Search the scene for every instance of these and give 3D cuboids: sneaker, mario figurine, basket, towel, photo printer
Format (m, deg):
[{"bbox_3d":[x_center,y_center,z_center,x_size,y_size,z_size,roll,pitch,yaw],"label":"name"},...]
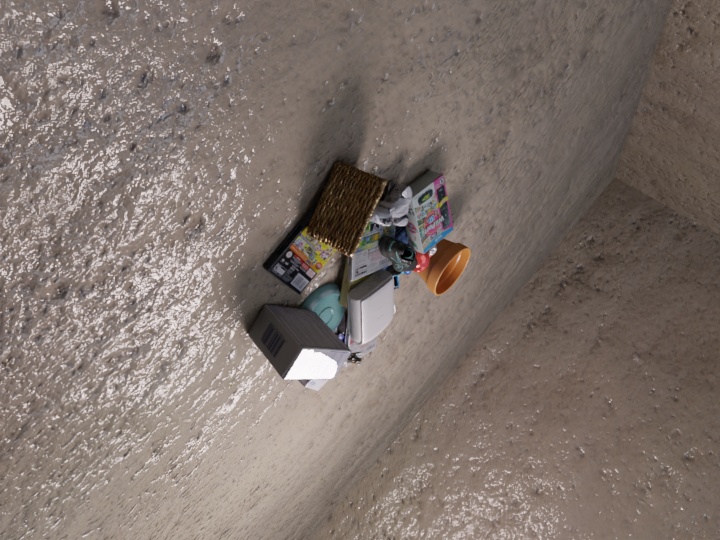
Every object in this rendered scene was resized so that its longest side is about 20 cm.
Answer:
[{"bbox_3d":[0.077,0.053,1.939,0.073,0.082,0.200,-29,148,-45],"label":"sneaker"},{"bbox_3d":[0.077,-0.184,1.620,0.200,0.075,0.115,-4,110,-58],"label":"sneaker"},{"bbox_3d":[0.175,-0.048,1.941,0.124,0.106,0.200,-56,178,-10],"label":"mario figurine"},{"bbox_3d":[0.129,-0.037,1.751,0.200,0.079,0.076,30,79,-56],"label":"sneaker"},{"bbox_3d":[-0.009,-0.137,1.425,0.143,0.149,0.201,14,101,-64],"label":"basket"},{"bbox_3d":[0.118,-0.096,1.854,0.200,0.048,0.112,-44,154,-20],"label":"towel"},{"bbox_3d":[0.032,0.120,1.791,0.166,0.069,0.201,-36,139,-37],"label":"photo printer"}]

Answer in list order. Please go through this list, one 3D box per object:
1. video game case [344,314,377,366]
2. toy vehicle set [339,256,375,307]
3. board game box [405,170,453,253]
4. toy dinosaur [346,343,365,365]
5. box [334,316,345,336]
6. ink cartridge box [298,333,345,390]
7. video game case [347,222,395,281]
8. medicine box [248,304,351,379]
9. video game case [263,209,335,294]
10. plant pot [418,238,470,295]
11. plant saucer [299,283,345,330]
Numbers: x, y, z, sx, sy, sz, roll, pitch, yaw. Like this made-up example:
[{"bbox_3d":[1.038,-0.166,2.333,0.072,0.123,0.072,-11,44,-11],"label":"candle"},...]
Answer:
[{"bbox_3d":[0.006,0.210,2.016,0.200,0.023,0.183,-21,123,-56],"label":"video game case"},{"bbox_3d":[0.000,0.000,1.751,0.124,0.026,0.201,-20,128,-49],"label":"toy vehicle set"},{"bbox_3d":[0.200,-0.176,1.794,0.147,0.064,0.200,-38,131,-27],"label":"board game box"},{"bbox_3d":[-0.087,0.246,1.812,0.200,0.077,0.102,39,76,-35],"label":"toy dinosaur"},{"bbox_3d":[-0.126,0.224,1.871,0.200,0.036,0.143,-42,154,-25],"label":"box"},{"bbox_3d":[-0.104,0.306,1.951,0.200,0.043,0.196,-46,163,-5],"label":"ink cartridge box"},{"bbox_3d":[0.034,-0.081,1.689,0.200,0.022,0.183,-22,122,-47],"label":"video game case"},{"bbox_3d":[-0.157,0.190,1.557,0.200,0.182,0.103,15,113,-51],"label":"medicine box"},{"bbox_3d":[-0.141,-0.042,1.504,0.181,0.025,0.200,-50,155,-4],"label":"video game case"},{"bbox_3d":[0.274,-0.033,2.098,0.200,0.140,0.200,-40,153,-25],"label":"plant pot"},{"bbox_3d":[-0.110,0.133,1.746,0.200,0.027,0.201,-32,137,-35],"label":"plant saucer"}]
